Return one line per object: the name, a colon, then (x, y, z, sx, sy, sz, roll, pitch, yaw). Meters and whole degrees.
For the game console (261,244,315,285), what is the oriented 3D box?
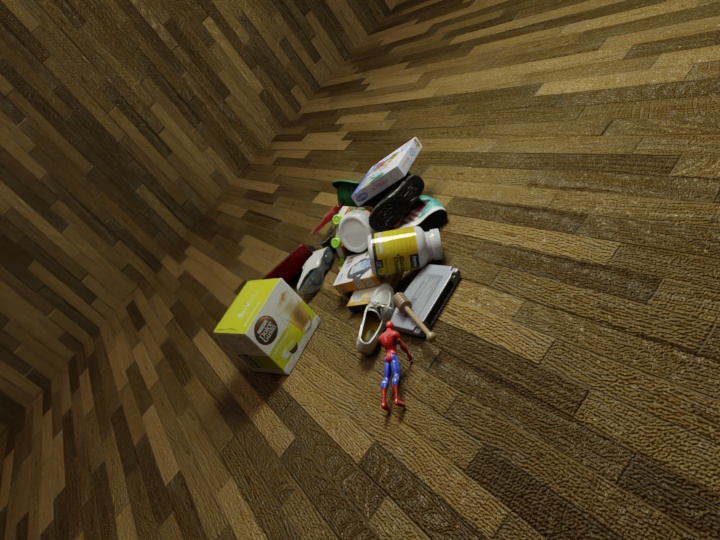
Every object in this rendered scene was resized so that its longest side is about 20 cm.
game console: (-0.255, -0.025, 1.998, 0.198, 0.119, 0.173, -39, 29, 5)

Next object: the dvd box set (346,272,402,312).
dvd box set: (0.054, 0.028, 1.624, 0.143, 0.030, 0.203, -12, 41, 45)

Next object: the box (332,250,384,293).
box: (0.000, 0.000, 1.659, 0.196, 0.042, 0.121, -12, 40, 42)

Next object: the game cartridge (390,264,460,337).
game cartridge: (0.159, 0.073, 1.428, 0.131, 0.041, 0.202, 9, 58, 51)

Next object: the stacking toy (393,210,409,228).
stacking toy: (0.139, -0.203, 1.788, 0.084, 0.085, 0.205, -19, 44, 36)

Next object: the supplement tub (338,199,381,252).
supplement tub: (0.025, -0.145, 1.745, 0.120, 0.126, 0.199, -19, 12, 35)

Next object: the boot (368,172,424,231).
boot: (0.095, -0.207, 1.678, 0.210, 0.080, 0.158, -42, 19, -2)

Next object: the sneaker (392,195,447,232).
sneaker: (0.156, -0.155, 1.678, 0.195, 0.084, 0.122, -28, 36, 11)

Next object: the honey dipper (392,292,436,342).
honey dipper: (0.128, 0.113, 1.343, 0.038, 0.038, 0.201, -40, 31, 2)

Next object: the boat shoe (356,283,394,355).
boat shoe: (0.040, 0.109, 1.453, 0.072, 0.087, 0.206, 22, 61, 10)

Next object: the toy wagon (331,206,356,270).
toy wagon: (-0.039, -0.099, 1.801, 0.038, 0.154, 0.208, 7, 96, 28)

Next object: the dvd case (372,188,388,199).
dvd case: (0.080, -0.252, 1.867, 0.200, 0.149, 0.016, -45, 68, -2)

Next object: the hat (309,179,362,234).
hat: (-0.041, -0.189, 1.883, 0.198, 0.161, 0.183, 2, 76, 62)

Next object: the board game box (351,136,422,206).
board game box: (0.081, -0.303, 1.726, 0.197, 0.041, 0.202, -28, 21, 37)

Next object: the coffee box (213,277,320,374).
coffee box: (-0.280, 0.166, 1.693, 0.196, 0.199, 0.203, -5, 46, 48)

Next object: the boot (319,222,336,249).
boot: (-0.090, -0.094, 1.943, 0.098, 0.074, 0.201, -50, 19, 9)

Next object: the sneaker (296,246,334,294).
sneaker: (-0.160, 0.005, 1.883, 0.085, 0.076, 0.202, -6, 36, 37)

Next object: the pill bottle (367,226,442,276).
pill bottle: (0.119, -0.056, 1.518, 0.192, 0.115, 0.114, -9, 35, 4)

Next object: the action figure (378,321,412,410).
action figure: (0.084, 0.222, 1.311, 0.064, 0.098, 0.207, -19, 58, 29)
